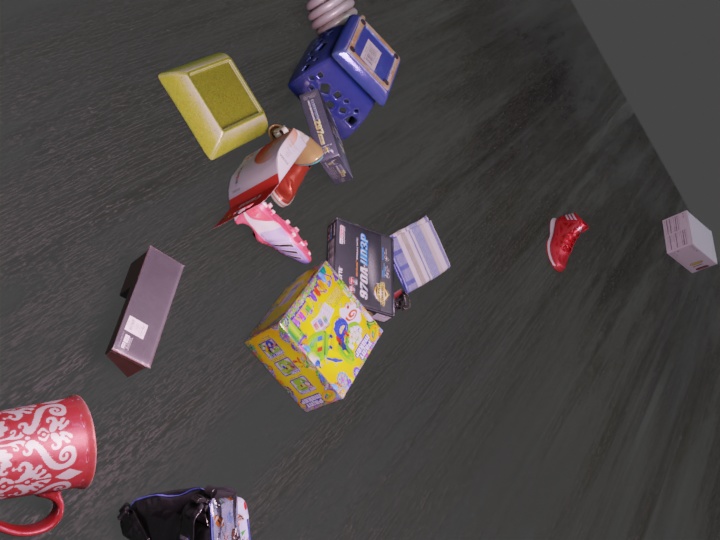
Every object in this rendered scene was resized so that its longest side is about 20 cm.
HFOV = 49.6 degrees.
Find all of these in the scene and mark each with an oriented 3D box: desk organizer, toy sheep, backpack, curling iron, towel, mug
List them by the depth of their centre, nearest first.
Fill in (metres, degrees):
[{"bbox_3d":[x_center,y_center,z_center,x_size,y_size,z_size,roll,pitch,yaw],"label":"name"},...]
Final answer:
[{"bbox_3d":[-0.477,0.271,1.065,0.198,0.133,0.181,-1,69,-42],"label":"mug"},{"bbox_3d":[-0.256,0.432,1.180,0.153,0.197,0.194,21,59,-53],"label":"backpack"},{"bbox_3d":[-0.370,0.070,1.309,0.071,0.076,0.203,32,50,-29],"label":"desk organizer"},{"bbox_3d":[0.052,0.090,1.766,0.199,0.025,0.050,-25,86,-48],"label":"curling iron"},{"bbox_3d":[0.139,-0.041,1.925,0.199,0.024,0.149,-28,94,-47],"label":"towel"},{"bbox_3d":[-0.071,-0.641,1.929,0.138,0.136,0.202,-42,110,-47],"label":"toy sheep"}]

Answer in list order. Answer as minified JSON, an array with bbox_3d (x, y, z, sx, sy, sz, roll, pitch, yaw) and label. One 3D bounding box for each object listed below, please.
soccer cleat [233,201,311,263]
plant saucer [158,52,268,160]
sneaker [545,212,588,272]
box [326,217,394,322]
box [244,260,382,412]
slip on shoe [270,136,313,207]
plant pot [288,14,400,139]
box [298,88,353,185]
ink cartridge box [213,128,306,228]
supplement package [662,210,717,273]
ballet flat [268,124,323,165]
[{"bbox_3d":[-0.176,-0.073,1.600,0.200,0.076,0.067,47,12,-40],"label":"soccer cleat"},{"bbox_3d":[-0.291,-0.357,1.627,0.202,0.048,0.200,58,41,-6],"label":"plant saucer"},{"bbox_3d":[0.636,-0.098,2.387,0.078,0.115,0.203,29,52,-32],"label":"sneaker"},{"bbox_3d":[0.000,0.000,1.727,0.157,0.046,0.203,18,57,-28],"label":"box"},{"bbox_3d":[-0.087,0.130,1.534,0.193,0.121,0.201,51,43,-14],"label":"box"},{"bbox_3d":[-0.146,-0.220,1.696,0.074,0.061,0.202,42,47,-24],"label":"slip on shoe"},{"bbox_3d":[-0.025,-0.470,1.855,0.200,0.178,0.202,41,46,-24],"label":"plant pot"},{"bbox_3d":[-0.074,-0.292,1.735,0.200,0.050,0.160,44,28,-78],"label":"box"},{"bbox_3d":[-0.210,-0.182,1.537,0.050,0.161,0.201,51,43,-20],"label":"ink cartridge box"},{"bbox_3d":[1.297,-0.111,3.070,0.198,0.110,0.158,27,53,-33],"label":"supplement package"},{"bbox_3d":[-0.145,-0.267,1.636,0.068,0.199,0.064,-38,122,-17],"label":"ballet flat"}]
